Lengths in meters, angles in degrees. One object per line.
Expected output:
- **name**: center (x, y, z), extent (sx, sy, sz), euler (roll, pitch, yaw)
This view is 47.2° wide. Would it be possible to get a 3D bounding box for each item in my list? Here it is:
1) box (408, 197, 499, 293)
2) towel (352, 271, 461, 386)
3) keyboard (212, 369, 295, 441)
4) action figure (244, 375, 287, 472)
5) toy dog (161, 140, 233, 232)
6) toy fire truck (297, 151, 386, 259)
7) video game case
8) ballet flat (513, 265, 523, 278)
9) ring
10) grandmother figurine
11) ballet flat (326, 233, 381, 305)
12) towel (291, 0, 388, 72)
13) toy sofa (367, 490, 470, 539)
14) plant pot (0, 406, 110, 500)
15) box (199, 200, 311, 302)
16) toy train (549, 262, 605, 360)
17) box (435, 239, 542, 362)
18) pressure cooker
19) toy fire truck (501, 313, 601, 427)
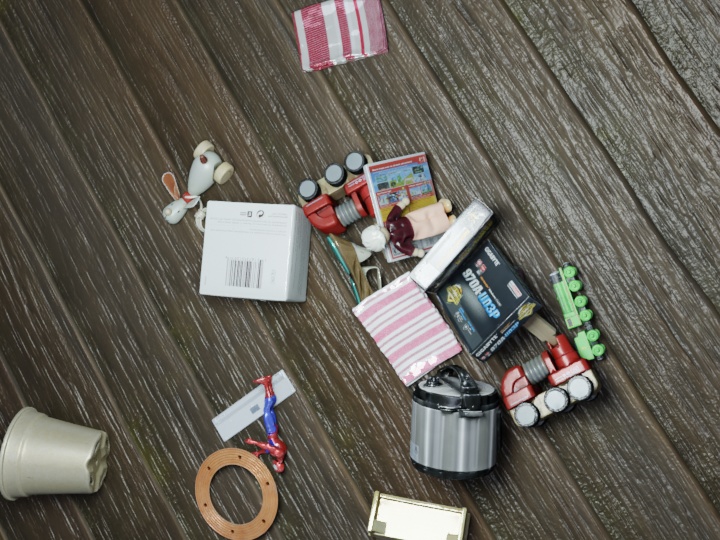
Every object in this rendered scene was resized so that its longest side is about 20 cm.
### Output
- **box**: center (0.188, -0.044, 1.631), extent (0.048, 0.158, 0.200), euler (43, 96, 13)
- **towel**: center (0.096, 0.120, 1.682), extent (0.146, 0.030, 0.201), euler (-34, 98, 9)
- **keyboard**: center (-0.233, 0.294, 1.789), extent (0.199, 0.011, 0.057), euler (-36, 85, 9)
- **action figure**: center (-0.214, 0.334, 1.749), extent (0.098, 0.065, 0.202), euler (-15, 87, 6)
- **toy dog**: center (-0.366, -0.190, 1.802), extent (0.131, 0.096, 0.202), euler (20, 92, 14)
- **toy fire truck**: center (-0.012, -0.115, 1.714), extent (0.175, 0.129, 0.201), euler (-28, 71, 11)
- **video game case**: center (0.094, -0.130, 1.677), extent (0.142, 0.017, 0.202), euler (-15, 92, -25)
- **ballet flat**: center (0.268, 0.081, 1.649), extent (0.069, 0.071, 0.202), euler (26, 93, 17)
- **ring**: center (-0.265, 0.479, 1.768), extent (0.198, 0.019, 0.203), euler (2, 96, 19)
- **grandmother figurine**: center (0.095, -0.081, 1.635), extent (0.198, 0.061, 0.122), euler (-16, 72, -22)
- **ballet flat**: center (0.000, 0.000, 1.700), extent (0.072, 0.068, 0.201), euler (-26, 105, -6)
- **towel**: center (-0.046, -0.520, 1.783), extent (0.198, 0.023, 0.146), euler (-11, 83, 13)
- **toy sofa**: center (0.118, 0.512, 1.664), extent (0.198, 0.098, 0.084), euler (7, 64, 14)
- **plant pot**: center (-0.658, 0.411, 1.803), extent (0.181, 0.200, 0.203), euler (7, 88, 2)
- **box**: center (-0.218, -0.038, 1.740), extent (0.197, 0.131, 0.202), euler (4, 87, 14)
- **toy train**: center (0.427, 0.084, 1.629), extent (0.056, 0.042, 0.202), euler (-22, 82, 22)
- **box**: center (0.244, 0.057, 1.598), extent (0.159, 0.046, 0.201), euler (-47, 35, 16)
- **pressure cooker**: center (0.183, 0.285, 1.594), extent (0.174, 0.178, 0.202), euler (4, 95, 34)
- **toy fire truck**: center (0.342, 0.183, 1.593), extent (0.175, 0.128, 0.201), euler (-31, 69, 19)
